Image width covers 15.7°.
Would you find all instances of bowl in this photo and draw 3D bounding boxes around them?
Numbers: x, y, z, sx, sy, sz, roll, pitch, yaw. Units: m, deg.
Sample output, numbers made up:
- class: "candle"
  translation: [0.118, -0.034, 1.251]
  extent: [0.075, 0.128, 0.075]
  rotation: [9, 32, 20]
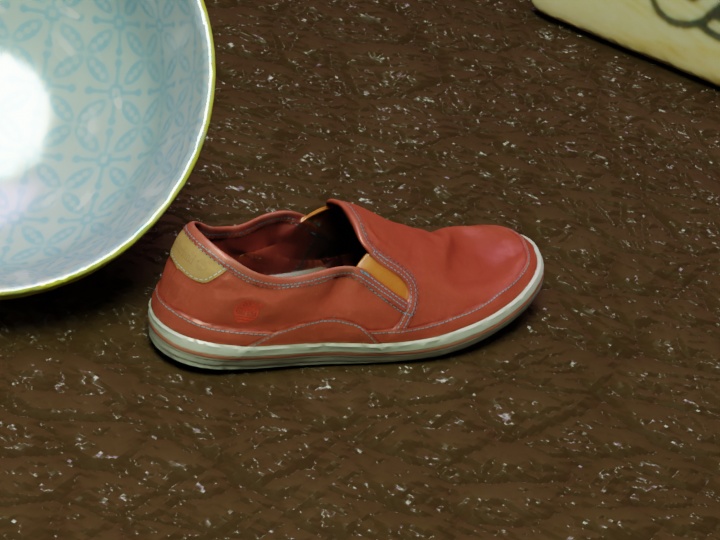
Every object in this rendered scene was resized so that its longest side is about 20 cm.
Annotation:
- class: "bowl"
  translation: [-0.168, -0.076, 1.164]
  extent: [0.199, 0.201, 0.108]
  rotation: [8, -14, -8]

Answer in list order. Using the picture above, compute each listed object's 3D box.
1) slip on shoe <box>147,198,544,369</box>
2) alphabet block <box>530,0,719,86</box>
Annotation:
- class: "slip on shoe"
  translation: [0.000, 0.000, 1.166]
  extent: [0.200, 0.061, 0.074]
  rotation: [-5, 32, -31]
- class: "alphabet block"
  translation: [0.242, -0.224, 1.516]
  extent: [0.200, 0.196, 0.196]
  rotation: [24, 29, 22]
